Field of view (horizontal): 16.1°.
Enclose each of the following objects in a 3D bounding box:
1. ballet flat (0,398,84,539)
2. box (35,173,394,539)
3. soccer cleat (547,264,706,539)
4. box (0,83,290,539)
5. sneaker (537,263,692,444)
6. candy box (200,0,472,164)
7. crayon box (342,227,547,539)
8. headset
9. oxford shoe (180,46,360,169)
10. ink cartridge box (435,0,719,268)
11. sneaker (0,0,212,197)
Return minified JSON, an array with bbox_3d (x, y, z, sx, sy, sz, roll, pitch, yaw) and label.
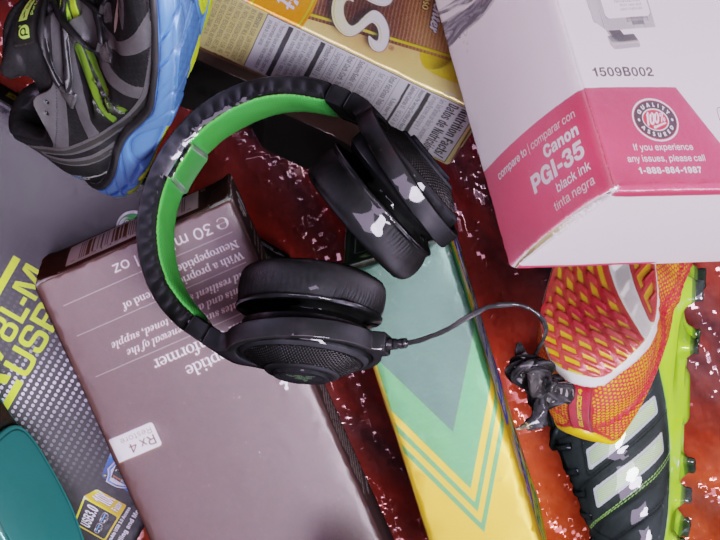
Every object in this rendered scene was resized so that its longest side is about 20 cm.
[{"bbox_3d":[-0.191,0.082,1.178,0.070,0.067,0.201,-19,102,28],"label":"ballet flat"},{"bbox_3d":[-0.064,0.070,1.165,0.100,0.075,0.201,-24,102,2],"label":"box"},{"bbox_3d":[0.120,0.082,1.220,0.081,0.068,0.201,4,96,10],"label":"soccer cleat"},{"bbox_3d":[-0.162,0.032,1.216,0.193,0.048,0.201,31,100,-8],"label":"box"},{"bbox_3d":[0.120,-0.011,1.157,0.073,0.201,0.077,18,144,15],"label":"sneaker"},{"bbox_3d":[-0.023,-0.145,1.144,0.199,0.055,0.116,25,61,-4],"label":"candy box"},{"bbox_3d":[0.045,0.072,1.182,0.051,0.126,0.201,-16,102,4],"label":"crayon box"},{"bbox_3d":[0.000,0.000,1.078,0.199,0.094,0.124,30,86,25],"label":"headset"},{"bbox_3d":[-0.068,-0.115,1.185,0.199,0.071,0.072,27,72,-4],"label":"oxford shoe"},{"bbox_3d":[0.115,-0.108,1.093,0.146,0.083,0.201,-2,68,-32],"label":"ink cartridge box"},{"bbox_3d":[-0.112,-0.097,1.088,0.082,0.200,0.071,20,59,-8],"label":"sneaker"}]
